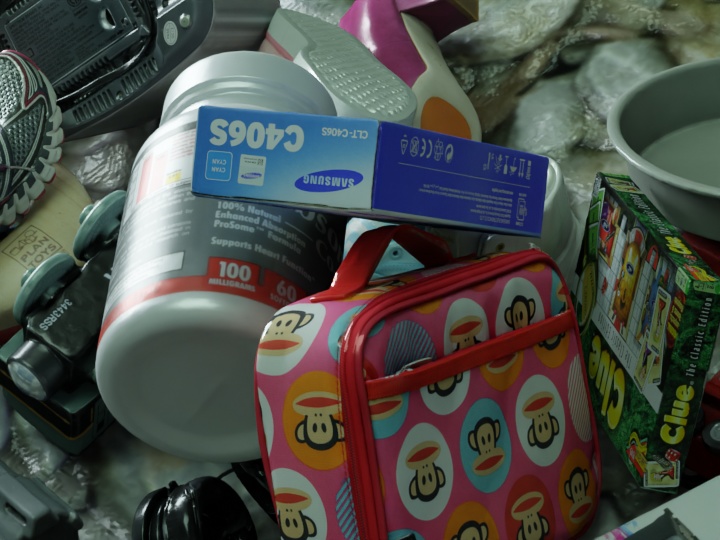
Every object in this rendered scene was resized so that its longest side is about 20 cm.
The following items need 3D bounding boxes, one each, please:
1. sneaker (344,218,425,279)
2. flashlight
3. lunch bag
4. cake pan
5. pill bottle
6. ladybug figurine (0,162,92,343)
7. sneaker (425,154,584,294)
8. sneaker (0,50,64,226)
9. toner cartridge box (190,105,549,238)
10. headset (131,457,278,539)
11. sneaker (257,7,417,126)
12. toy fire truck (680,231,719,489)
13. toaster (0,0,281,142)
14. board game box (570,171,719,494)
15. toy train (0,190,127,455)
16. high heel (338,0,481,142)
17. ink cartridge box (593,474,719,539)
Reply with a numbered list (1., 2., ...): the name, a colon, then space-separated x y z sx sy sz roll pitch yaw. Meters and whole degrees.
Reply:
1. sneaker: 0.000 0.000 1.464 0.200 0.082 0.074 -36 44 -17
2. flashlight: -0.225 0.110 1.450 0.200 0.068 0.068 35 101 37
3. lunch bag: 0.033 0.064 1.272 0.082 0.177 0.200 -5 8 36
4. cake pan: 0.232 -0.064 1.433 0.200 0.037 0.200 -2 27 1
5. pill bottle: -0.066 -0.012 1.351 0.116 0.116 0.200 -8 44 13
6. ladybug figurine: -0.228 -0.013 1.568 0.200 0.072 0.136 26 59 38
7. sneaker: 0.039 0.021 1.404 0.200 0.116 0.074 -43 49 -20
8. sneaker: -0.231 -0.049 1.495 0.080 0.075 0.200 6 52 26
9. toner cartridge box: 0.009 -0.045 1.269 0.095 0.200 0.043 5 90 27
10. headset: -0.066 0.112 1.352 0.123 0.094 0.200 -33 25 5
11. sneaker: -0.028 -0.077 1.525 0.075 0.105 0.200 20 13 -18
12. toy fire truck: 0.218 0.058 1.349 0.200 0.049 0.141 27 58 38
13. toaster: -0.144 -0.147 1.601 0.200 0.129 0.114 -32 80 27
14. board game box: 0.136 0.026 1.321 0.023 0.105 0.200 6 15 -10
15. toy train: -0.123 0.011 1.475 0.085 0.114 0.200 35 59 13
16. high heel: 0.017 -0.099 1.588 0.096 0.067 0.200 -24 48 33
17. ink cartridge box: 0.140 0.192 1.212 0.200 0.086 0.148 -28 42 -7
